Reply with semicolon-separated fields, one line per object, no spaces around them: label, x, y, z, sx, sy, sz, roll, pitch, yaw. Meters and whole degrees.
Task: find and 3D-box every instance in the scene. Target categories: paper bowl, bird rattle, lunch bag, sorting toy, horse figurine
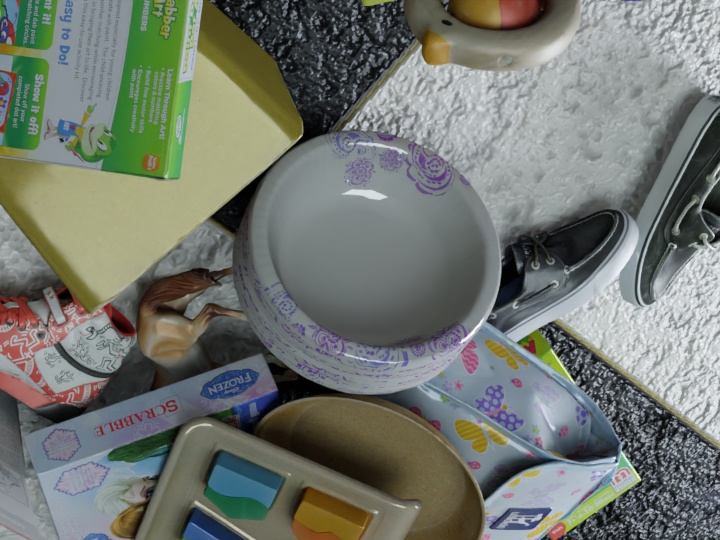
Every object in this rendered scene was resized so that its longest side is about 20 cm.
paper bowl;0.000;0.000;1.495;0.200;0.201;0.104;-6;157;-19
bird rattle;0.099;-0.203;1.423;0.200;0.163;0.113;4;139;-14
lunch bag;0.095;0.150;1.601;0.200;0.127;0.170;34;132;-12
sorting toy;-0.071;0.210;1.550;0.200;0.036;0.185;20;135;-5
horse figurine;-0.130;0.061;1.556;0.132;0.050;0.200;-13;136;4

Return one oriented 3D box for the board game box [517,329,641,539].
board game box;0.164;0.148;1.741;0.102;0.048;0.200;-35;128;3

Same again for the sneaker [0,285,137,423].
sneaker;-0.265;0.037;1.483;0.201;0.067;0.108;32;105;-38

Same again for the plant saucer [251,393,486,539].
plant saucer;0.009;0.164;1.543;0.200;0.035;0.200;13;133;14

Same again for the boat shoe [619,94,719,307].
boat shoe;0.280;-0.047;1.636;0.071;0.064;0.200;-13;131;-48

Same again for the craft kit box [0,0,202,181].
craft kit box;-0.200;-0.168;1.221;0.197;0.049;0.200;9;93;9

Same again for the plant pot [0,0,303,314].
plant pot;-0.185;-0.131;1.336;0.194;0.196;0.200;-40;111;7

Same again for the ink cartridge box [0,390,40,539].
ink cartridge box;-0.333;0.116;1.435;0.045;0.176;0.200;-41;127;16

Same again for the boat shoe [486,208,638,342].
boat shoe;0.139;0.004;1.629;0.200;0.070;0.066;-33;130;11

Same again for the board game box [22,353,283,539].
board game box;-0.160;0.165;1.582;0.199;0.041;0.200;-19;147;-10
